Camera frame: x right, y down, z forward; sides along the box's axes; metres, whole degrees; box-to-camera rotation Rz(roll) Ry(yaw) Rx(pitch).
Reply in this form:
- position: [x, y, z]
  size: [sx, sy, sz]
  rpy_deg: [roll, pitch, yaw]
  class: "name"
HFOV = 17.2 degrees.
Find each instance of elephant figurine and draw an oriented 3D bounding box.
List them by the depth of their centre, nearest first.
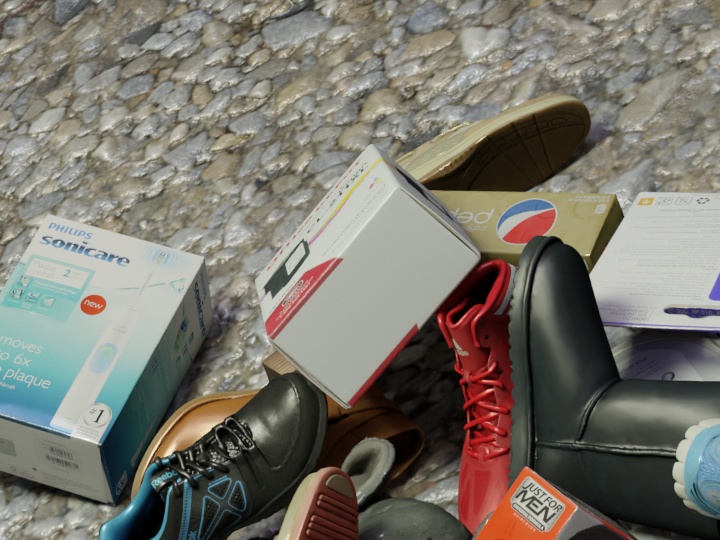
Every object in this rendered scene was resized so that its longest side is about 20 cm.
- position: [0.003, 0.189, 1.654]
  size: [0.154, 0.143, 0.200]
  rpy_deg: [1, 22, -10]
  class: "elephant figurine"

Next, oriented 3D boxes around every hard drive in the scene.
- position: [0.221, 0.120, 1.667]
  size: [0.139, 0.038, 0.200]
  rpy_deg: [-29, 40, -2]
  class: "hard drive"

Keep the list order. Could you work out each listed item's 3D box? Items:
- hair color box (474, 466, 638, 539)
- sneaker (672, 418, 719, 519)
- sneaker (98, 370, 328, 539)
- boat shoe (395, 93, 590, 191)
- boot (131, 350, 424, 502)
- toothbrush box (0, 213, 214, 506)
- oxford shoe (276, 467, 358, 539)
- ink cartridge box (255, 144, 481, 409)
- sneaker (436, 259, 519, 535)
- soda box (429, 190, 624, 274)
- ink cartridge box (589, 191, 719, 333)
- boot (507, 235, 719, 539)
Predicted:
- position: [0.093, 0.236, 1.509]
  size: [0.201, 0.101, 0.061]
  rpy_deg: [-57, 39, 2]
  class: "hair color box"
- position: [0.299, 0.147, 1.499]
  size: [0.198, 0.079, 0.090]
  rpy_deg: [9, 3, -17]
  class: "sneaker"
- position: [-0.102, 0.149, 1.697]
  size: [0.200, 0.082, 0.073]
  rpy_deg: [-50, 47, 9]
  class: "sneaker"
- position: [0.091, -0.094, 1.946]
  size: [0.199, 0.072, 0.065]
  rpy_deg: [-30, 40, 6]
  class: "boat shoe"
- position: [-0.062, 0.142, 1.771]
  size: [0.200, 0.074, 0.154]
  rpy_deg: [-41, 43, -16]
  class: "boot"
- position: [-0.222, 0.068, 1.900]
  size: [0.145, 0.086, 0.201]
  rpy_deg: [16, 52, 16]
  class: "toothbrush box"
- position: [-0.059, 0.218, 1.519]
  size: [0.073, 0.071, 0.201]
  rpy_deg: [8, 72, 40]
  class: "oxford shoe"
- position: [0.000, 0.000, 1.742]
  size: [0.146, 0.083, 0.200]
  rpy_deg: [-50, 12, 5]
  class: "ink cartridge box"
- position: [0.082, 0.088, 1.678]
  size: [0.078, 0.115, 0.202]
  rpy_deg: [-6, 65, 40]
  class: "sneaker"
- position: [0.108, -0.017, 1.856]
  size: [0.199, 0.064, 0.068]
  rpy_deg: [3, 48, 30]
  class: "soda box"
- position: [0.264, 0.007, 1.715]
  size: [0.197, 0.044, 0.200]
  rpy_deg: [2, 30, 25]
  class: "ink cartridge box"
- position: [0.186, 0.077, 1.594]
  size: [0.167, 0.076, 0.202]
  rpy_deg: [0, 85, 29]
  class: "boot"
